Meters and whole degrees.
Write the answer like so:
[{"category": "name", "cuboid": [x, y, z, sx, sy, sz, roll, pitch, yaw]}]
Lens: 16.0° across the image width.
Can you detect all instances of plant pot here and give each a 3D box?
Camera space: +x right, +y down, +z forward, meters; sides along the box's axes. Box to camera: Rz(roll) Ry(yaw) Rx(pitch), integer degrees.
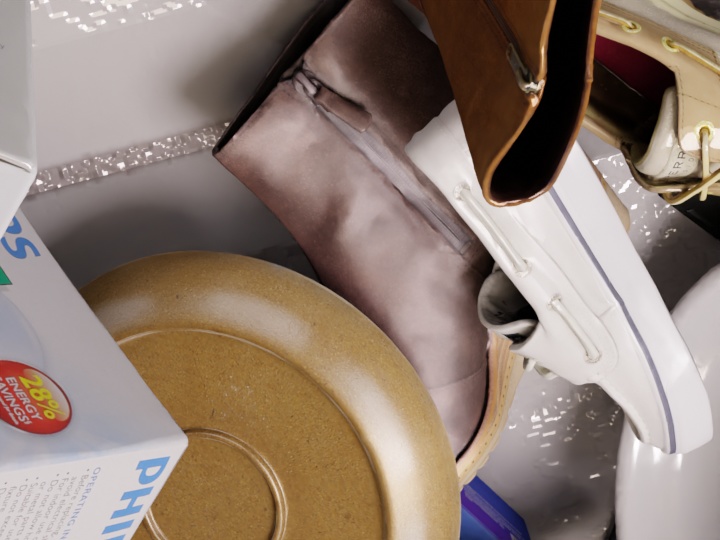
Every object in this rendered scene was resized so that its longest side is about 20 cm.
[{"category": "plant pot", "cuboid": [-0.058, 0.090, 1.047, 0.199, 0.027, 0.201, 7, 111, 17]}]

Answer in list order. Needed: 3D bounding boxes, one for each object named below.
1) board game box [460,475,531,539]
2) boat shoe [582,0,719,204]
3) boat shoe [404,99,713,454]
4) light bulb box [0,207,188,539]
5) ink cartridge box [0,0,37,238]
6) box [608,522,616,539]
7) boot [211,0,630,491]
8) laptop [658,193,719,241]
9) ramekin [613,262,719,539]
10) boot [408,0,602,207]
[{"category": "board game box", "cuboid": [-0.032, 0.109, 1.147, 0.134, 0.045, 0.200, -38, 121, 14]}, {"category": "boat shoe", "cuboid": [0.126, -0.061, 1.001, 0.199, 0.066, 0.074, 32, 143, 8]}, {"category": "boat shoe", "cuboid": [0.078, 0.008, 1.008, 0.066, 0.072, 0.200, -31, 131, 0]}, {"category": "light bulb box", "cuboid": [-0.206, 0.046, 0.935, 0.199, 0.198, 0.125, -7, 139, -46]}, {"category": "ink cartridge box", "cuboid": [-0.172, -0.056, 0.840, 0.082, 0.201, 0.146, 17, 126, -23]}, {"category": "box", "cuboid": [0.206, 0.199, 1.213, 0.199, 0.107, 0.149, 8, 122, -15]}, {"category": "boot", "cuboid": [0.000, 0.000, 1.051, 0.166, 0.072, 0.200, 36, 88, -21]}, {"category": "laptop", "cuboid": [0.270, -0.049, 1.088, 0.187, 0.116, 0.200, 34, 154, -26]}, {"category": "ramekin", "cuboid": [0.203, 0.093, 1.055, 0.097, 0.201, 0.201, 8, 122, -33]}, {"category": "boot", "cuboid": [0.045, -0.151, 0.897, 0.068, 0.200, 0.189, 8, 121, -15]}]
